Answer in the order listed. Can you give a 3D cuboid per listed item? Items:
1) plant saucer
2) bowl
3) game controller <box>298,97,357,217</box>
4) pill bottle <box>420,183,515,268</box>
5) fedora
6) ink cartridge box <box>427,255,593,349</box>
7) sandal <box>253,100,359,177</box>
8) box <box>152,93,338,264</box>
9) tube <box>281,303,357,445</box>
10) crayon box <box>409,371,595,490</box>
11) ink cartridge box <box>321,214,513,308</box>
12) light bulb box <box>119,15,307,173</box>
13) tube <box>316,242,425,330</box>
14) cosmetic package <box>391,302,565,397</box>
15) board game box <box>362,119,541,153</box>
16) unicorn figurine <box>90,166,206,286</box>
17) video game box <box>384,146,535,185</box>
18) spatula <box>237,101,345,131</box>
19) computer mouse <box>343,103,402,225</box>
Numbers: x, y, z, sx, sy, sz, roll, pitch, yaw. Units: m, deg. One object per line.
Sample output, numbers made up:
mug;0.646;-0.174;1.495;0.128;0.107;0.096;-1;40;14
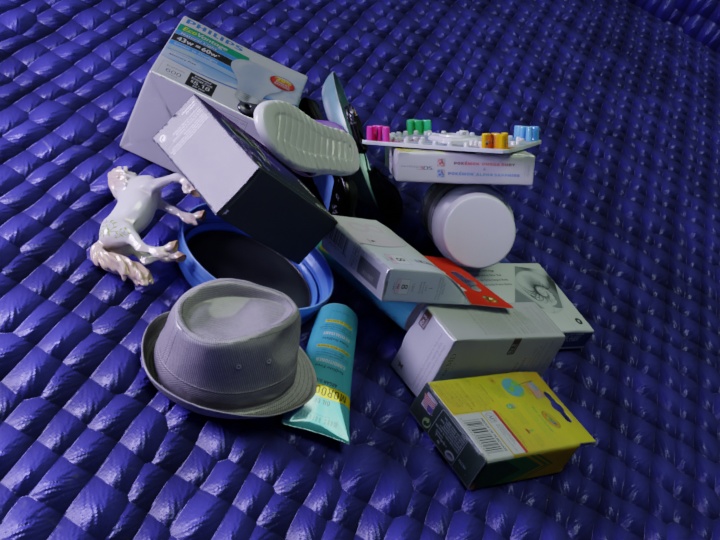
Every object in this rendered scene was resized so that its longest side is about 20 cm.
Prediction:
plant saucer;-0.017;-0.181;1.856;0.027;0.201;0.201;-18;36;5
bowl;-0.129;-0.005;1.586;0.200;0.039;0.201;22;30;-13
game controller;-0.050;-0.140;1.781;0.042;0.105;0.201;-16;54;-13
pill bottle;0.147;-0.067;1.788;0.113;0.114;0.200;25;8;-8
fedora;-0.130;0.070;1.387;0.199;0.091;0.177;-2;41;-29
ink cartridge box;0.197;0.031;1.818;0.199;0.041;0.200;0;41;-41
sandal;-0.073;-0.151;1.640;0.202;0.050;0.083;18;59;-52
box;-0.131;-0.103;1.539;0.141;0.079;0.200;50;8;28
tube;-0.039;0.117;1.479;0.077;0.051;0.200;15;37;-4
crayon box;0.169;0.184;1.546;0.199;0.051;0.127;-1;42;-42
ink cartridge box;0.073;-0.011;1.608;0.199;0.057;0.162;0;24;-31
light bulb box;-0.192;-0.215;1.767;0.197;0.125;0.200;25;31;-9
tube;0.000;0.000;1.676;0.200;0.051;0.077;37;11;23
cosmetic package;0.146;0.098;1.609;0.199;0.102;0.074;-2;40;-41
board game box;0.127;-0.183;1.779;0.199;0.026;0.200;6;11;20
unicorn figurine;-0.251;-0.069;1.525;0.137;0.074;0.200;11;36;15
video game box;0.129;-0.149;1.785;0.181;0.047;0.200;4;10;-4
spatula;-0.084;-0.186;1.679;0.199;0.021;0.057;15;47;-49
computer mouse;0.021;-0.146;1.816;0.034;0.201;0.059;-18;38;6
